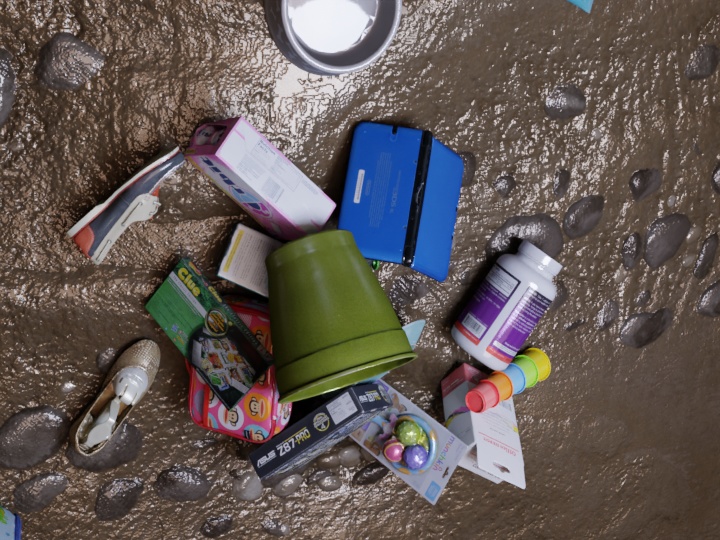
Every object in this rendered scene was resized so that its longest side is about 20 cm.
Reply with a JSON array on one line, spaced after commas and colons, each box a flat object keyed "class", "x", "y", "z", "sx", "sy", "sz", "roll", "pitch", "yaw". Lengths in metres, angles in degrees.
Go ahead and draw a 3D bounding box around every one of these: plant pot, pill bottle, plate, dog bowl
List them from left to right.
[{"class": "plant pot", "x": -0.045, "y": 0.056, "z": 1.227, "sx": 0.197, "sy": 0.200, "sz": 0.196, "roll": -16, "pitch": 80, "yaw": -13}, {"class": "dog bowl", "x": -0.032, "y": -0.365, "z": 1.240, "sx": 0.196, "sy": 0.059, "sz": 0.204, "roll": -7, "pitch": 112, "yaw": -17}, {"class": "plate", "x": 0.026, "y": 0.146, "z": 1.404, "sx": 0.199, "sy": 0.200, "sz": 0.026, "roll": -35, "pitch": 76, "yaw": -5}, {"class": "pill bottle", "x": 0.243, "y": 0.055, "z": 1.477, "sx": 0.111, "sy": 0.113, "sz": 0.202, "roll": 30, "pitch": 98, "yaw": -27}]

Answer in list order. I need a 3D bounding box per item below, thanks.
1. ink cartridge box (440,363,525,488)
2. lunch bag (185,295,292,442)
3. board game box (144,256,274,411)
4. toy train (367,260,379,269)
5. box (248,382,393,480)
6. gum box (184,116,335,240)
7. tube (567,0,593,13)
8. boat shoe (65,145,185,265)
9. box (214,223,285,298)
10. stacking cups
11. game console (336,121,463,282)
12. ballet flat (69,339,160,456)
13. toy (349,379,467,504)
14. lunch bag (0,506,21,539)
[{"class": "ink cartridge box", "x": 0.202, "y": 0.269, "z": 1.495, "sx": 0.115, "sy": 0.202, "sz": 0.067, "roll": 28, "pitch": 128, "yaw": -27}, {"class": "lunch bag", "x": -0.184, "y": 0.140, "z": 1.339, "sx": 0.173, "sy": 0.082, "sz": 0.204, "roll": 11, "pitch": 103, "yaw": 22}, {"class": "board game box", "x": -0.217, "y": 0.090, "z": 1.289, "sx": 0.201, "sy": 0.023, "sz": 0.105, "roll": 49, "pitch": 116, "yaw": 10}, {"class": "toy train", "x": 0.000, "y": 0.000, "z": 1.397, "sx": 0.041, "sy": 0.056, "sz": 0.204, "roll": -2, "pitch": 111, "yaw": -28}, {"class": "box", "x": -0.057, "y": 0.247, "z": 1.399, "sx": 0.199, "sy": 0.050, "sz": 0.161, "roll": -36, "pitch": 164, "yaw": 14}, {"class": "gum box", "x": -0.143, "y": -0.127, "z": 1.252, "sx": 0.200, "sy": 0.113, "sz": 0.067, "roll": 42, "pitch": 72, "yaw": -29}, {"class": "tube", "x": 0.280, "y": -0.446, "z": 1.333, "sx": 0.197, "sy": 0.050, "sz": 0.079, "roll": 10, "pitch": 111, "yaw": -28}, {"class": "boat shoe", "x": -0.311, "y": -0.091, "z": 1.234, "sx": 0.199, "sy": 0.071, "sz": 0.063, "roll": -40, "pitch": 104, "yaw": 5}, {"class": "box", "x": -0.108, "y": 0.009, "z": 1.330, "sx": 0.197, "sy": 0.049, "sz": 0.084, "roll": 25, "pitch": 85, "yaw": -13}, {"class": "stacking cups", "x": 0.242, "y": 0.188, "z": 1.511, "sx": 0.198, "sy": 0.060, "sz": 0.062, "roll": -20, "pitch": 121, "yaw": -44}, {"class": "game console", "x": 0.062, "y": -0.100, "z": 1.359, "sx": 0.167, "sy": 0.118, "sz": 0.204, "roll": 9, "pitch": 79, "yaw": 6}, {"class": "ballet flat", "x": -0.358, "y": 0.195, "z": 1.336, "sx": 0.070, "sy": 0.065, "sz": 0.202, "roll": 31, "pitch": 97, "yaw": -27}, {"class": "toy", "x": 0.061, "y": 0.273, "z": 1.456, "sx": 0.047, "sy": 0.199, "sz": 0.117, "roll": 2, "pitch": 120, "yaw": -59}, {"class": "lunch bag", "x": -0.577, "y": 0.448, "z": 1.301, "sx": 0.082, "sy": 0.161, "sz": 0.201, "roll": 40, "pitch": 93, "yaw": -28}]
